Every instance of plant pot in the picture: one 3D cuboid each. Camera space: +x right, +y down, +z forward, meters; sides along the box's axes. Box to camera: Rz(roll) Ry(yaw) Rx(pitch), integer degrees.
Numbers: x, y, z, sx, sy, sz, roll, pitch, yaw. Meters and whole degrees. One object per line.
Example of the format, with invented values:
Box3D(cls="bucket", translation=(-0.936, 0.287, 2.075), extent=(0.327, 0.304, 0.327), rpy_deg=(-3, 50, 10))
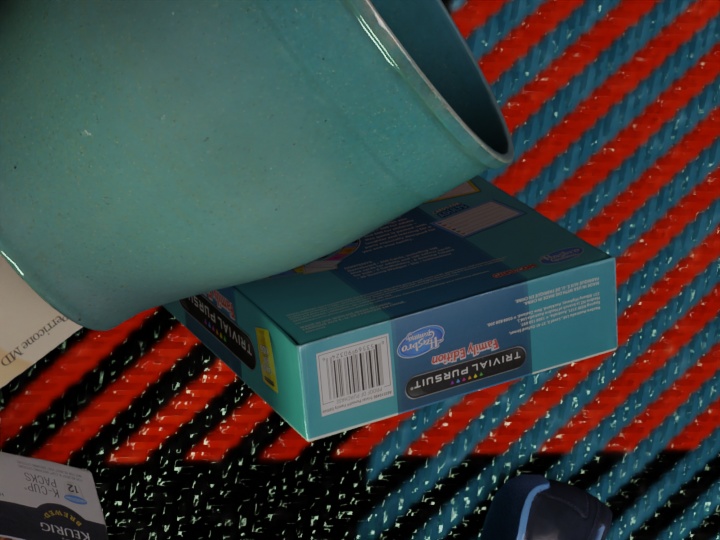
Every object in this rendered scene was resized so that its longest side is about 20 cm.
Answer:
Box3D(cls="plant pot", translation=(-0.068, -0.078, 0.988), extent=(0.188, 0.200, 0.200), rpy_deg=(-33, 123, 12))

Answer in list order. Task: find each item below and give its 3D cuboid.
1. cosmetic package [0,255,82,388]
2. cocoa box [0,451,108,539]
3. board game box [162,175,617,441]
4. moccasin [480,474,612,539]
Box3D(cls="cosmetic package", translation=(-0.215, -0.032, 1.029), extent=(0.105, 0.071, 0.200), rpy_deg=(-38, 122, -9))
Box3D(cls="cocoa box", translation=(-0.204, 0.187, 1.046), extent=(0.133, 0.131, 0.200), rpy_deg=(17, 123, -32))
Box3D(cls="board game box", translation=(0.000, 0.000, 1.077), extent=(0.151, 0.200, 0.047), rpy_deg=(-15, 115, -22))
Box3D(cls="moccasin", translation=(0.087, 0.211, 1.275), extent=(0.068, 0.080, 0.201), rpy_deg=(13, 104, -19))
